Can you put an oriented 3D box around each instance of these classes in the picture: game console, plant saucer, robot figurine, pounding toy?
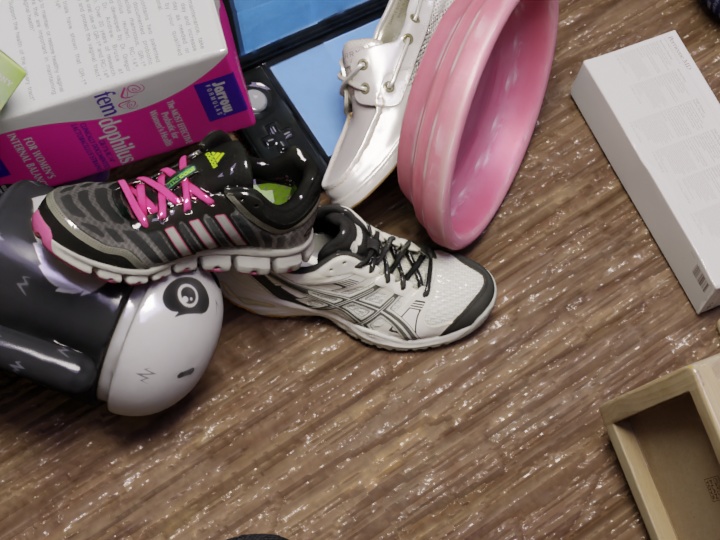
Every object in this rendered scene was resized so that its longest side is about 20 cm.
[{"bbox_3d":[-0.007,-0.177,1.427,0.200,0.119,0.172,-26,70,-20],"label":"game console"},{"bbox_3d":[0.077,-0.115,1.370,0.051,0.201,0.201,19,61,17],"label":"plant saucer"},{"bbox_3d":[-0.187,0.015,1.293,0.200,0.125,0.150,23,72,3],"label":"robot figurine"},{"bbox_3d":[0.259,0.116,1.304,0.142,0.200,0.184,-19,82,-18],"label":"pounding toy"}]

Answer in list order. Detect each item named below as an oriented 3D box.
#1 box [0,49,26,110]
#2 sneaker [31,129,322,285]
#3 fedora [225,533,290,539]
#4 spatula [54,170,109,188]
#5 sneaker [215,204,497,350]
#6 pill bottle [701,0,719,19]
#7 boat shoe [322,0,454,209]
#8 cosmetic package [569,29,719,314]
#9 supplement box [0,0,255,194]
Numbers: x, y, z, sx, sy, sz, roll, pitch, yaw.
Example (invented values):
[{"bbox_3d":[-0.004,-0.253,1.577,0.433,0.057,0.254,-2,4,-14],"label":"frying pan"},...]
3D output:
[{"bbox_3d":[-0.313,-0.077,1.246,0.144,0.036,0.200,34,88,38],"label":"box"},{"bbox_3d":[-0.106,-0.045,1.237,0.200,0.088,0.074,-1,42,-32],"label":"sneaker"},{"bbox_3d":[-0.054,0.219,1.216,0.200,0.201,0.092,-14,34,-16],"label":"fedora"},{"bbox_3d":[-0.271,-0.043,1.367,0.200,0.021,0.057,-26,72,-20],"label":"spatula"},{"bbox_3d":[0.000,0.000,1.356,0.200,0.088,0.076,7,61,-8],"label":"sneaker"},{"bbox_3d":[0.324,-0.221,1.509,0.116,0.116,0.200,-38,75,-24],"label":"pill bottle"},{"bbox_3d":[0.013,-0.136,1.391,0.069,0.071,0.200,34,69,-23],"label":"boat shoe"},{"bbox_3d":[0.238,-0.073,1.455,0.082,0.051,0.200,-20,69,-17],"label":"cosmetic package"},{"bbox_3d":[-0.182,-0.132,1.318,0.200,0.101,0.103,-18,63,1],"label":"supplement box"}]
